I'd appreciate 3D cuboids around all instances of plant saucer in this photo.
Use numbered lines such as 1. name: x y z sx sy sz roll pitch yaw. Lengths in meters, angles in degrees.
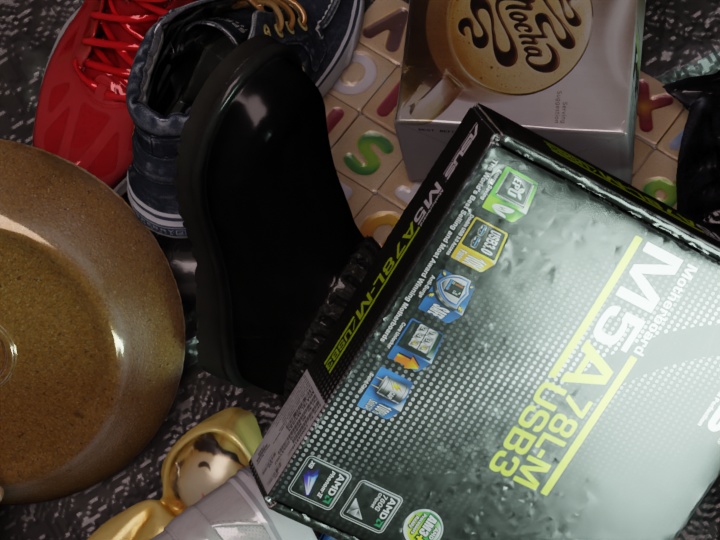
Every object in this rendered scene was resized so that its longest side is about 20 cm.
1. plant saucer: -0.187 0.034 1.431 0.199 0.035 0.201 3 114 6

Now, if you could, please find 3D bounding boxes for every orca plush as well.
1. orca plush: 0.199 -0.011 1.385 0.105 0.071 0.201 8 71 -13

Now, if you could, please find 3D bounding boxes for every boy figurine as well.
1. boy figurine: -0.090 0.165 1.438 0.124 0.064 0.201 26 90 11

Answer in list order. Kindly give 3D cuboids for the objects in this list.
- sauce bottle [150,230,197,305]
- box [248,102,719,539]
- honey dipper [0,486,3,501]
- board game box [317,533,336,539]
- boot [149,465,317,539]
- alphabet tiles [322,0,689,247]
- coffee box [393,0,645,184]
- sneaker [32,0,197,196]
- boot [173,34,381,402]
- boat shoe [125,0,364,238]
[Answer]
1. sauce bottle: -0.157 -0.001 1.467 0.199 0.065 0.065 1 83 5
2. box: 0.080 0.053 1.311 0.193 0.048 0.200 28 103 -23
3. honey dipper: -0.241 0.039 1.400 0.038 0.038 0.200 -33 106 2
4. board game box: 0.089 0.096 1.433 0.152 0.045 0.201 31 87 10
5. boot: -0.040 0.197 1.392 0.095 0.074 0.201 -32 105 -12
6. alphabet tiles: 0.063 -0.057 1.443 0.200 0.008 0.167 32 68 18
7. coffee box: 0.085 -0.146 1.426 0.112 0.080 0.201 4 70 8
8. sneaker: -0.120 -0.131 1.451 0.078 0.116 0.201 20 85 9
9. boot: 0.002 -0.001 1.357 0.157 0.212 0.079 25 51 27
10. boat shoe: -0.052 -0.113 1.416 0.071 0.091 0.201 20 56 13
